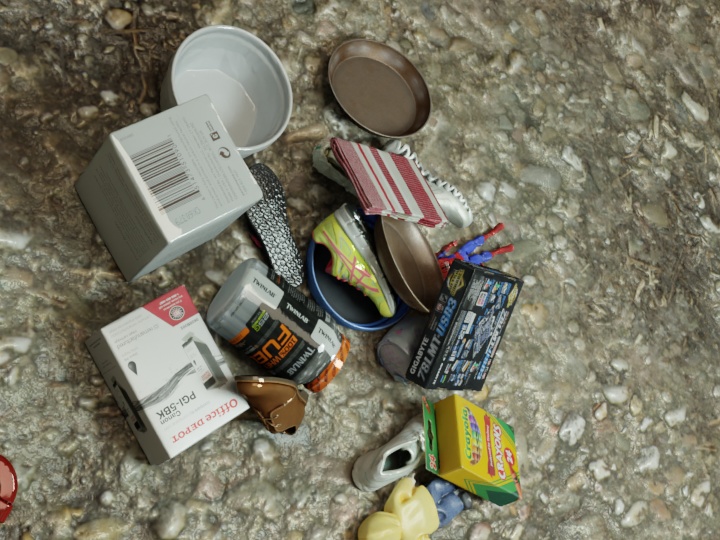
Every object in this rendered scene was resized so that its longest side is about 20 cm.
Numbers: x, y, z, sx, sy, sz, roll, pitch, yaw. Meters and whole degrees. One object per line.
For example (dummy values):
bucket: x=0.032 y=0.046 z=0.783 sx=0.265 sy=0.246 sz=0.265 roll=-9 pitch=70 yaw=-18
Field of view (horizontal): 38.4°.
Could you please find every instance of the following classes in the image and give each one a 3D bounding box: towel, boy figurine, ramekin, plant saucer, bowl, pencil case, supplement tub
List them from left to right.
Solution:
ramekin: x=-0.214 y=-0.261 z=1.584 sx=0.197 sy=0.105 sz=0.204 roll=10 pitch=70 yaw=-29
supplement tub: x=-0.119 y=0.085 z=1.527 sx=0.199 sy=0.122 sz=0.124 roll=37 pitch=60 yaw=-15
bowl: x=0.000 y=0.000 z=1.673 sx=0.198 sy=0.039 sz=0.204 roll=10 pitch=71 yaw=-29
plant saucer: x=0.028 y=-0.304 z=1.765 sx=0.197 sy=0.035 sz=0.203 roll=15 pitch=56 yaw=-23
towel: x=0.046 y=-0.135 z=1.623 sx=0.198 sy=0.023 sz=0.145 roll=9 pitch=47 yaw=-48
plant saucer: x=0.073 y=-0.014 z=1.628 sx=0.201 sy=0.036 sz=0.202 roll=50 pitch=24 yaw=-33
boy figurine: x=0.083 y=0.382 z=1.594 sx=0.198 sy=0.064 sz=0.126 roll=-23 pitch=88 yaw=-33
pencil case: x=0.116 y=0.098 z=1.688 sx=0.200 sy=0.082 sz=0.092 roll=-42 pitch=117 yaw=-32

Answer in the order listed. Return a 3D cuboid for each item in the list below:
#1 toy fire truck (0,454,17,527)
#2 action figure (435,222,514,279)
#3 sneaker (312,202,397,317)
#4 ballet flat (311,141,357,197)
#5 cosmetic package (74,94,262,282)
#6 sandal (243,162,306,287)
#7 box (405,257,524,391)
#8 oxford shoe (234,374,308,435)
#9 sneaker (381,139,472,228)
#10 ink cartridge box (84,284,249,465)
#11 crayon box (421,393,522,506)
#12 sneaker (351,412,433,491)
toy fire truck: x=-0.497 y=0.220 z=1.277 sx=0.175 sy=0.128 sz=0.202 roll=32 pitch=72 yaw=-19
action figure: x=0.193 y=-0.031 z=1.766 sx=0.198 sy=0.099 sz=0.066 roll=-26 pitch=88 yaw=-31
sneaker: x=-0.007 y=-0.007 z=1.612 sx=0.202 sy=0.089 sz=0.078 roll=60 pitch=14 yaw=-20
ballet flat: x=0.010 y=-0.149 z=1.680 sx=0.198 sy=0.072 sz=0.073 roll=27 pitch=63 yaw=-4
cosmetic package: x=-0.272 y=-0.112 z=1.447 sx=0.164 sy=0.199 sz=0.167 roll=-30 pitch=91 yaw=-33
sandal: x=-0.143 y=-0.066 z=1.611 sx=0.074 sy=0.045 sz=0.203 roll=-24 pitch=103 yaw=-28
box: x=0.169 y=0.091 z=1.639 sx=0.197 sy=0.049 sz=0.203 roll=10 pitch=104 yaw=-59
oxford shoe: x=-0.124 y=0.192 z=1.470 sx=0.200 sy=0.070 sz=0.073 roll=46 pitch=49 yaw=-62
sneaker: x=0.103 y=-0.131 z=1.760 sx=0.199 sy=0.075 sz=0.082 roll=38 pitch=67 yaw=-6
ink cartridge box: x=-0.267 y=0.146 z=1.443 sx=0.146 sy=0.083 sz=0.202 roll=-30 pitch=91 yaw=-34
crayon box: x=0.176 y=0.281 z=1.635 sx=0.199 sy=0.050 sz=0.129 roll=32 pitch=43 yaw=-39
sneaker: x=0.081 y=0.280 z=1.614 sx=0.199 sy=0.080 sz=0.071 roll=-31 pitch=90 yaw=-35
